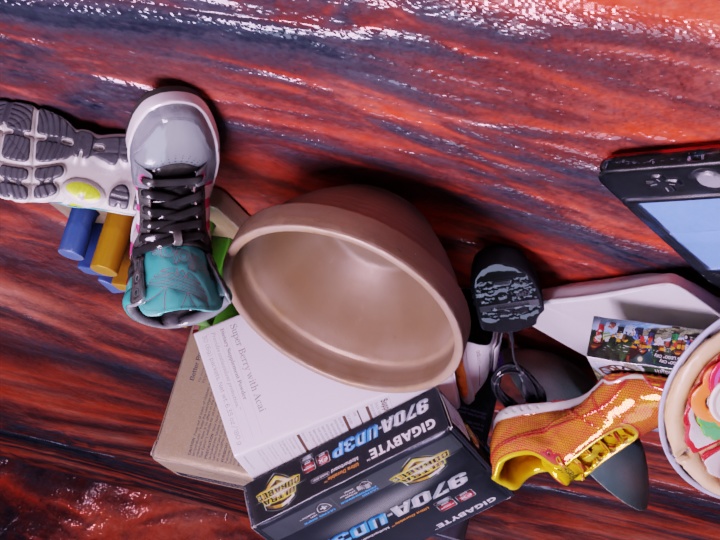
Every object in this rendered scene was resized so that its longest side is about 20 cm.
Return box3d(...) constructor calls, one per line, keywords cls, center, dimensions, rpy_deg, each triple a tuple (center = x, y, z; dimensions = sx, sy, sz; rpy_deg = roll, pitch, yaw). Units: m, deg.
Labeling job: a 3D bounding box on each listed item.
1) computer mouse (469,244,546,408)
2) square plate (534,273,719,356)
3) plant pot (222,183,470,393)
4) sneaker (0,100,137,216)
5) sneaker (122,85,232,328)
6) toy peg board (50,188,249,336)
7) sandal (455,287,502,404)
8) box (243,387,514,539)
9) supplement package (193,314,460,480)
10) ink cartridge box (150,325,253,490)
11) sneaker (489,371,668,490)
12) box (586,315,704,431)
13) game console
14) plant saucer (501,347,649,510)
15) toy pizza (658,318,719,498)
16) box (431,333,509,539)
box3d(cls="computer mouse", center=(0.130, 0.052, 1.155), dimensions=(0.058, 0.034, 0.202), rpy_deg=(-6, 131, 10))
box3d(cls="square plate", center=(0.252, 0.049, 1.152), dimensions=(0.199, 0.029, 0.197), rpy_deg=(27, 158, -32))
box3d(cls="plant pot", center=(0.000, 0.000, 1.067), dimensions=(0.198, 0.093, 0.202), rpy_deg=(18, 145, 13))
box3d(cls="sneaker", center=(-0.236, -0.079, 1.107), dimensions=(0.197, 0.079, 0.080), rpy_deg=(16, 171, -2))
box3d(cls="sneaker", center=(-0.138, -0.027, 1.006), dimensions=(0.082, 0.122, 0.201), rpy_deg=(-5, 141, -13))
box3d(cls="toy peg board", center=(-0.181, 0.004, 1.260), dimensions=(0.197, 0.099, 0.200), rpy_deg=(6, 160, 25))
box3d(cls="sandal", center=(0.096, 0.044, 1.196), dimensions=(0.058, 0.080, 0.208), rpy_deg=(-21, 144, -4))
box3d(cls="box", center=(0.018, 0.196, 1.210), dimensions=(0.198, 0.046, 0.159), rpy_deg=(-28, 141, 10))
box3d(cls="supplement package", center=(-0.026, 0.087, 1.198), dimensions=(0.198, 0.122, 0.120), rpy_deg=(-22, 157, -1))
box3d(cls="ink cartridge box", center=(-0.095, 0.114, 1.348), dimensions=(0.162, 0.203, 0.075), rpy_deg=(10, 161, 17))
box3d(cls="sneaker", center=(0.194, 0.139, 1.142), dimensions=(0.073, 0.078, 0.199), rpy_deg=(30, 139, -34))
box3d(cls="box", center=(0.277, 0.098, 1.169), dimensions=(0.135, 0.038, 0.200), rpy_deg=(8, 160, 23))
box3d(cls="game console", center=(0.261, 0.013, 0.890), dimensions=(0.171, 0.120, 0.199), rpy_deg=(-2, 155, 41))
box3d(cls="plant saucer", center=(0.216, 0.138, 1.299), dimensions=(0.201, 0.039, 0.201), rpy_deg=(43, -166, -13))
box3d(cls="toy pizza", center=(0.328, 0.106, 1.048), dimensions=(0.197, 0.032, 0.203), rpy_deg=(-2, 120, -4))
box3d(cls="box", center=(0.055, 0.151, 1.330), dimensions=(0.141, 0.203, 0.036), rpy_deg=(14, 166, 1))
